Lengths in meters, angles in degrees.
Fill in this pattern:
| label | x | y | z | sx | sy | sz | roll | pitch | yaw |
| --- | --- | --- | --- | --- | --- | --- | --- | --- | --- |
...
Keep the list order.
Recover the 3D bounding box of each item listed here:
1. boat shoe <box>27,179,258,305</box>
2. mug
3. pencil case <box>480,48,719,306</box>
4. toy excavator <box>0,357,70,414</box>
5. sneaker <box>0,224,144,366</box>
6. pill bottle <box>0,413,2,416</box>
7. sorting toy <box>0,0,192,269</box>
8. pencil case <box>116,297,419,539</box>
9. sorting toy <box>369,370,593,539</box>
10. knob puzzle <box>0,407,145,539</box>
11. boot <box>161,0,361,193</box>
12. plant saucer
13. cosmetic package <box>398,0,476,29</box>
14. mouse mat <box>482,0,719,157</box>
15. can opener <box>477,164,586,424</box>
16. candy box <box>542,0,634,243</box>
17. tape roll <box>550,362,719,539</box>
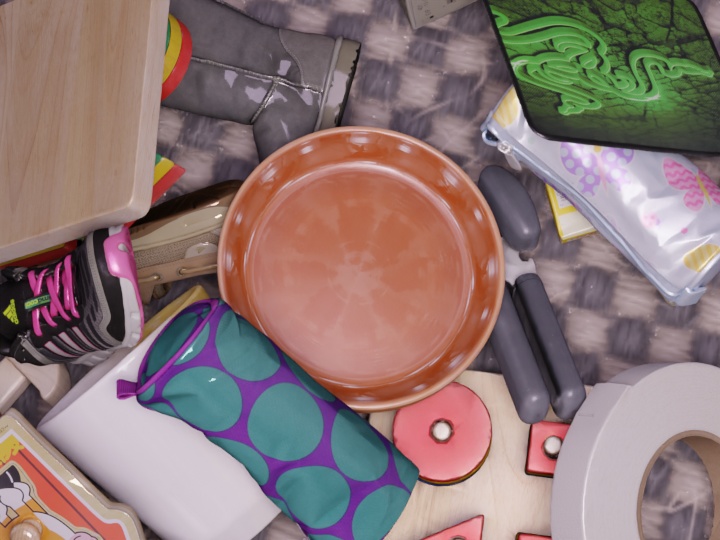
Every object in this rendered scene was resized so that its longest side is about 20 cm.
| label | x | y | z | sx | sy | sz | roll | pitch | yaw |
| --- | --- | --- | --- | --- | --- | --- | --- | --- | --- |
| boat shoe | -0.162 | -0.005 | 1.332 | 0.198 | 0.071 | 0.065 | -16 | 110 | 23 |
| mug | -0.106 | 0.105 | 1.283 | 0.186 | 0.149 | 0.153 | -40 | 96 | 8 |
| pencil case | 0.179 | -0.066 | 1.300 | 0.200 | 0.083 | 0.091 | 41 | 46 | 7 |
| toy excavator | -0.283 | 0.164 | 1.315 | 0.193 | 0.100 | 0.201 | -21 | 71 | -1 |
| sneaker | -0.199 | 0.024 | 1.229 | 0.087 | 0.200 | 0.074 | -5 | 77 | -21 |
| pill bottle | -0.307 | 0.088 | 1.205 | 0.111 | 0.201 | 0.113 | -5 | 58 | 8 |
| sorting toy | -0.199 | -0.100 | 1.292 | 0.198 | 0.069 | 0.202 | -15 | 61 | 34 |
| pencil case | -0.055 | 0.107 | 1.200 | 0.092 | 0.085 | 0.200 | -42 | 109 | 14 |
| sorting toy | 0.095 | 0.172 | 1.294 | 0.197 | 0.070 | 0.202 | 7 | 81 | 4 |
| knob puzzle | -0.215 | 0.215 | 1.192 | 0.217 | 0.030 | 0.222 | 3 | 111 | 9 |
| boot | -0.114 | -0.121 | 1.360 | 0.198 | 0.073 | 0.183 | 16 | 73 | 0 |
| plant saucer | 0.000 | 0.000 | 1.276 | 0.198 | 0.032 | 0.202 | 2 | 73 | -5 |
| cosmetic package | 0.040 | -0.293 | 1.368 | 0.105 | 0.071 | 0.201 | -26 | 73 | -1 |
| mouse mat | 0.182 | -0.147 | 1.305 | 0.198 | 0.008 | 0.162 | 3 | 53 | -27 |
| can opener | 0.110 | 0.011 | 1.297 | 0.053 | 0.067 | 0.201 | -5 | 48 | -15 |
| candy box | 0.169 | -0.130 | 1.370 | 0.101 | 0.026 | 0.202 | -14 | 80 | -1 |
| tape roll | 0.215 | 0.162 | 1.257 | 0.201 | 0.037 | 0.205 | 2 | 87 | -34 |
